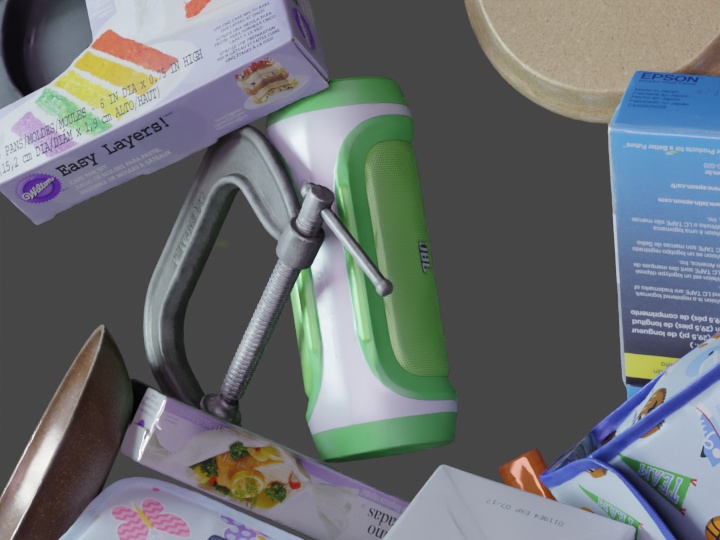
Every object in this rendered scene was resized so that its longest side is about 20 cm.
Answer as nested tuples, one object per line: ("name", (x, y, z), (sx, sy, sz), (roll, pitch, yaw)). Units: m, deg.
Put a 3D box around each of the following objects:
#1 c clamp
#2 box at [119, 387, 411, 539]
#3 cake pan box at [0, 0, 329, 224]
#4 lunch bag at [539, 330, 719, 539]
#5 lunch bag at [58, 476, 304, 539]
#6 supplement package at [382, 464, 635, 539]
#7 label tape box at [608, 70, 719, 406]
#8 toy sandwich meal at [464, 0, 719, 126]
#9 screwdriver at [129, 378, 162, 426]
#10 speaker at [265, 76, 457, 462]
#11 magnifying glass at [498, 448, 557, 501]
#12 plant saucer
("c clamp", (-0.065, 0.015, 1.584), (0.171, 0.027, 0.200), (61, 137, 34))
("box", (-0.030, 0.119, 1.563), (0.200, 0.041, 0.039), (25, 89, -20))
("cake pan box", (-0.126, -0.141, 1.627), (0.200, 0.052, 0.185), (-24, 51, 16))
("lunch bag", (0.205, 0.119, 1.487), (0.170, 0.124, 0.200), (51, 128, -1))
("lunch bag", (-0.069, 0.190, 1.544), (0.169, 0.200, 0.127), (24, 94, 18))
("supplement package", (0.063, 0.222, 1.497), (0.113, 0.110, 0.200), (16, 126, 21))
("label tape box", (0.209, 0.000, 1.529), (0.143, 0.066, 0.200), (4, 126, 17))
("toy sandwich meal", (0.151, -0.163, 1.574), (0.205, 0.070, 0.206), (-3, 82, 24))
("screwdriver", (-0.060, 0.123, 1.634), (0.200, 0.028, 0.029), (38, 69, 20))
("speaker", (0.000, 0.000, 1.596), (0.088, 0.088, 0.201), (-11, 83, 17))
("magnifying glass", (0.130, 0.190, 1.575), (0.079, 0.022, 0.200), (-29, 77, 14))
("plant saucer", (-0.171, 0.126, 1.598), (0.037, 0.200, 0.201), (26, 95, -8))
